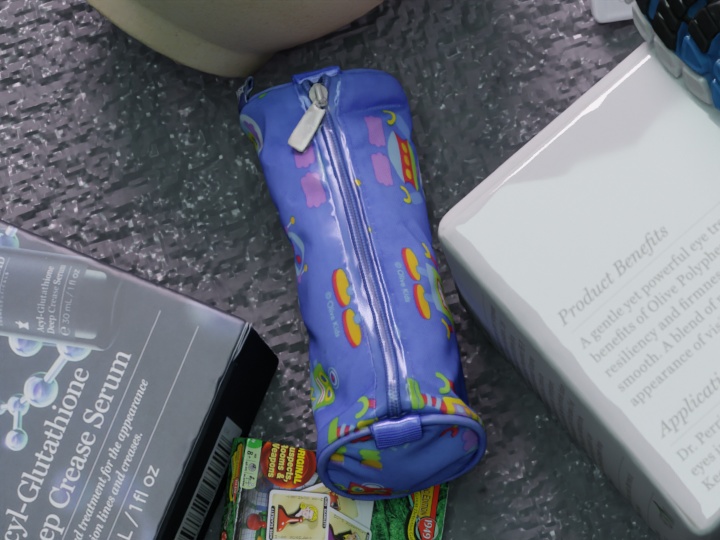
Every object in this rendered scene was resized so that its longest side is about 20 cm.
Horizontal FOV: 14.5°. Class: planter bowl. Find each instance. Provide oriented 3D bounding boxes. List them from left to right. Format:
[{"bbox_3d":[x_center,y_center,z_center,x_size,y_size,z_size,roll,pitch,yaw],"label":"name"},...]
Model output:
[{"bbox_3d":[-0.061,-0.175,1.293,0.200,0.200,0.135,39,112,11],"label":"planter bowl"}]

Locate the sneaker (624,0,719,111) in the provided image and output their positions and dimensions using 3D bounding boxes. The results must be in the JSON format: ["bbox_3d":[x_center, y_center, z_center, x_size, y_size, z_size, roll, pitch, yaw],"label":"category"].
[{"bbox_3d":[0.179,-0.091,1.109,0.086,0.075,0.200,-38,80,-18],"label":"sneaker"}]

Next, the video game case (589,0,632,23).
[{"bbox_3d":[0.193,-0.214,1.295,0.198,0.023,0.183,-8,117,4],"label":"video game case"}]

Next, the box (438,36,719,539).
[{"bbox_3d":[0.161,-0.003,1.220,0.199,0.200,0.172,-41,80,-3],"label":"box"}]

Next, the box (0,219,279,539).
[{"bbox_3d":[-0.159,0.062,1.286,0.199,0.107,0.149,21,83,10],"label":"box"}]

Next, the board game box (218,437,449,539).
[{"bbox_3d":[-0.022,0.182,1.271,0.104,0.023,0.202,12,79,-25],"label":"board game box"}]

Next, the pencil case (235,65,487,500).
[{"bbox_3d":[0.000,0.000,1.275,0.077,0.087,0.201,-15,67,4],"label":"pencil case"}]
